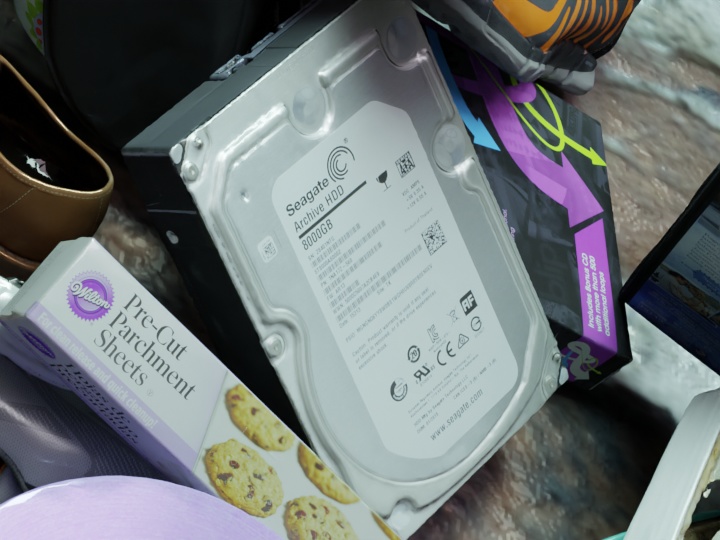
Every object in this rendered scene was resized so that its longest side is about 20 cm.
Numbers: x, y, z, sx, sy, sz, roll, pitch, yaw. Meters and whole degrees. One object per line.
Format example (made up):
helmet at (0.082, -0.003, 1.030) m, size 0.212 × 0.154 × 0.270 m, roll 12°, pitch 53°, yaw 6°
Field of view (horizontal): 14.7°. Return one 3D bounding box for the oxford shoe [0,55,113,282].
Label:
oxford shoe at (-0.180, -0.079, 1.102) m, size 0.200 × 0.071 × 0.072 m, roll 36°, pitch 46°, yaw -8°

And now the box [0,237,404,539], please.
box at (-0.047, 0.070, 1.025) m, size 0.200 × 0.039 × 0.041 m, roll 46°, pitch 72°, yaw -16°

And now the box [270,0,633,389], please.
box at (0.036, -0.046, 1.235) m, size 0.199 × 0.036 × 0.144 m, roll 26°, pitch 44°, yaw -34°

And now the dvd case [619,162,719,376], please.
dvd case at (0.186, 0.024, 1.157) m, size 0.142 × 0.200 × 0.018 m, roll 38°, pitch 75°, yaw 4°

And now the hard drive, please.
hard drive at (0.000, 0.000, 1.115) m, size 0.140 × 0.038 × 0.201 m, roll -40°, pitch 117°, yaw -34°

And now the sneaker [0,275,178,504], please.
sneaker at (-0.099, 0.073, 1.061) m, size 0.199 × 0.074 × 0.080 m, roll 30°, pitch 69°, yaw -19°

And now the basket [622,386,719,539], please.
basket at (0.211, 0.152, 1.131) m, size 0.200 × 0.123 × 0.136 m, roll 50°, pitch 52°, yaw -27°

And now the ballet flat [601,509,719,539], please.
ballet flat at (0.158, 0.133, 1.204) m, size 0.199 × 0.070 × 0.066 m, roll -15°, pitch 75°, yaw -40°

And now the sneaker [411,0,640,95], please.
sneaker at (0.089, -0.148, 1.273) m, size 0.077 × 0.112 × 0.200 m, roll 38°, pitch 12°, yaw 14°

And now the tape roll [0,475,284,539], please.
tape roll at (-0.086, 0.176, 0.966) m, size 0.199 × 0.066 × 0.201 m, roll 13°, pitch 62°, yaw -25°

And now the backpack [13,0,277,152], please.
backpack at (-0.084, -0.168, 1.181) m, size 0.153 × 0.164 × 0.200 m, roll 20°, pitch 38°, yaw 3°
